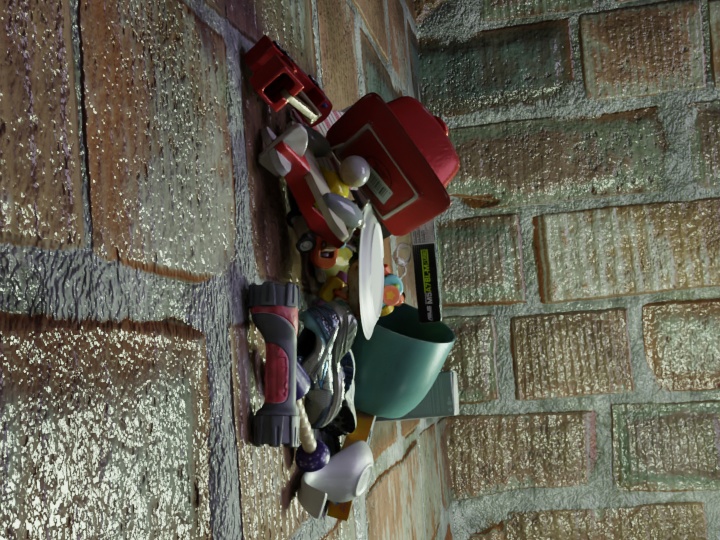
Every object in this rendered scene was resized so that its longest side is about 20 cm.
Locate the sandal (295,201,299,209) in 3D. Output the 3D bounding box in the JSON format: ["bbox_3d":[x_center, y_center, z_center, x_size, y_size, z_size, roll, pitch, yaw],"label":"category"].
[{"bbox_3d":[-0.079,-0.167,1.594,0.076,0.042,0.202,68,20,-59],"label":"sandal"}]

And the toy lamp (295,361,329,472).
[{"bbox_3d":[-0.084,0.191,1.366,0.059,0.058,0.201,-84,168,-45],"label":"toy lamp"}]

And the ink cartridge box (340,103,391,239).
[{"bbox_3d":[0.013,-0.175,1.810,0.201,0.085,0.148,62,-2,25],"label":"ink cartridge box"}]

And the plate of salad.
[{"bbox_3d":[0.004,0.001,1.502,0.200,0.048,0.202,0,90,-81],"label":"plate of salad"}]

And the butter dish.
[{"bbox_3d":[0.072,-0.179,1.505,0.201,0.148,0.199,53,-28,-4],"label":"butter dish"}]

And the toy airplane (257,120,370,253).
[{"bbox_3d":[-0.057,-0.131,1.418,0.199,0.140,0.202,105,-37,-89],"label":"toy airplane"}]

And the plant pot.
[{"bbox_3d":[0.043,0.153,1.729,0.201,0.199,0.162,-52,162,-75],"label":"plant pot"}]

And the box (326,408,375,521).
[{"bbox_3d":[-0.011,0.310,1.672,0.200,0.041,0.120,-68,170,-73],"label":"box"}]

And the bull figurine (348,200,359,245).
[{"bbox_3d":[-0.024,-0.044,1.792,0.201,0.064,0.122,-86,163,-51],"label":"bull figurine"}]

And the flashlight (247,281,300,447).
[{"bbox_3d":[-0.109,0.117,1.255,0.068,0.067,0.202,57,34,-78],"label":"flashlight"}]

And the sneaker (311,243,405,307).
[{"bbox_3d":[0.003,0.009,1.680,0.199,0.076,0.076,19,98,-45],"label":"sneaker"}]

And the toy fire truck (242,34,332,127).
[{"bbox_3d":[-0.089,-0.236,1.329,0.200,0.049,0.141,37,16,-53],"label":"toy fire truck"}]

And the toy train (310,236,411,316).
[{"bbox_3d":[0.000,0.000,1.611,0.056,0.198,0.152,17,-83,63],"label":"toy train"}]

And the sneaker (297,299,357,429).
[{"bbox_3d":[-0.071,0.137,1.458,0.077,0.086,0.202,33,-60,49],"label":"sneaker"}]

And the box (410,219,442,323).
[{"bbox_3d":[0.115,-0.037,1.759,0.193,0.047,0.202,-85,169,-68],"label":"box"}]

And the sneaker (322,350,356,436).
[{"bbox_3d":[-0.045,0.162,1.583,0.086,0.076,0.201,-89,179,-52],"label":"sneaker"}]

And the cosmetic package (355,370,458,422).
[{"bbox_3d":[0.080,0.234,1.867,0.107,0.198,0.091,34,54,-80],"label":"cosmetic package"}]

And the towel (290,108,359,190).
[{"bbox_3d":[-0.033,-0.193,1.631,0.147,0.030,0.200,64,24,8],"label":"towel"}]

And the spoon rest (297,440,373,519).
[{"bbox_3d":[-0.037,0.305,1.478,0.200,0.060,0.100,-8,118,-67],"label":"spoon rest"}]
